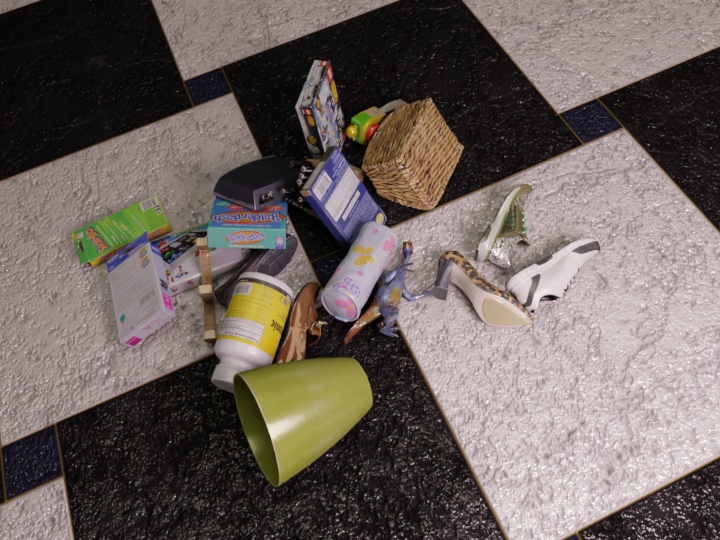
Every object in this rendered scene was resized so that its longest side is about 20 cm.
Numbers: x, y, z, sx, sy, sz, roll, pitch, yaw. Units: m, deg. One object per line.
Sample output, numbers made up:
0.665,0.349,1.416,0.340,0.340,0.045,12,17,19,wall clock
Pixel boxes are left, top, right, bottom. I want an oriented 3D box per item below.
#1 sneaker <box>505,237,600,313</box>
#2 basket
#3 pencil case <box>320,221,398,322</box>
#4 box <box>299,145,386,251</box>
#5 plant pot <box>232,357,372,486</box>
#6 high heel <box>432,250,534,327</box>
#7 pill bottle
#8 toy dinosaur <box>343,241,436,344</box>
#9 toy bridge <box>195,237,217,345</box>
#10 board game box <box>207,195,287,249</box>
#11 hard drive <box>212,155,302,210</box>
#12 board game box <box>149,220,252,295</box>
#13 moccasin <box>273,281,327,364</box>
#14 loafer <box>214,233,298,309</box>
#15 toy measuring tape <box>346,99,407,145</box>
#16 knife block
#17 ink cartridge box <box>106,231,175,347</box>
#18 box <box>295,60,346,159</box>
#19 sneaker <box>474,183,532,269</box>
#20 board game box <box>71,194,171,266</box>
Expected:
0.369,0.010,1.291,0.197,0.074,0.081,-30,72,-7,sneaker
0.105,-0.238,1.481,0.141,0.149,0.203,-5,48,44,basket
0.000,0.000,1.301,0.082,0.092,0.202,24,51,10,pencil case
-0.029,-0.128,1.363,0.032,0.201,0.123,-1,49,43,box
-0.086,0.224,1.148,0.196,0.189,0.188,-20,55,-24,plant pot
0.236,0.027,1.299,0.196,0.072,0.144,21,38,3,high heel
-0.199,0.116,1.250,0.109,0.112,0.204,11,67,14,pill bottle
0.054,0.025,1.303,0.195,0.107,0.183,-12,37,11,toy dinosaur
-0.296,0.044,1.335,0.026,0.067,0.205,-5,76,-10,toy bridge
-0.220,-0.111,1.385,0.148,0.046,0.202,1,32,-6,board game box
-0.196,-0.186,1.426,0.133,0.043,0.199,21,33,27,hard drive
-0.326,-0.035,1.415,0.196,0.035,0.128,-20,57,-7,board game box
-0.102,0.115,1.268,0.076,0.074,0.205,12,56,4,moccasin
-0.207,-0.006,1.364,0.062,0.072,0.201,30,68,29,loafer
0.034,-0.330,1.563,0.073,0.075,0.199,33,43,25,toy measuring tape
-0.076,-0.194,1.404,0.063,0.177,0.201,27,63,23,knife block
-0.433,0.034,1.357,0.118,0.042,0.203,-34,58,14,ink cartridge box
-0.079,-0.320,1.472,0.039,0.202,0.139,6,57,16,box
0.299,-0.079,1.358,0.088,0.077,0.202,31,70,10,sneaker
-0.510,-0.083,1.475,0.197,0.030,0.096,-25,57,-13,board game box
